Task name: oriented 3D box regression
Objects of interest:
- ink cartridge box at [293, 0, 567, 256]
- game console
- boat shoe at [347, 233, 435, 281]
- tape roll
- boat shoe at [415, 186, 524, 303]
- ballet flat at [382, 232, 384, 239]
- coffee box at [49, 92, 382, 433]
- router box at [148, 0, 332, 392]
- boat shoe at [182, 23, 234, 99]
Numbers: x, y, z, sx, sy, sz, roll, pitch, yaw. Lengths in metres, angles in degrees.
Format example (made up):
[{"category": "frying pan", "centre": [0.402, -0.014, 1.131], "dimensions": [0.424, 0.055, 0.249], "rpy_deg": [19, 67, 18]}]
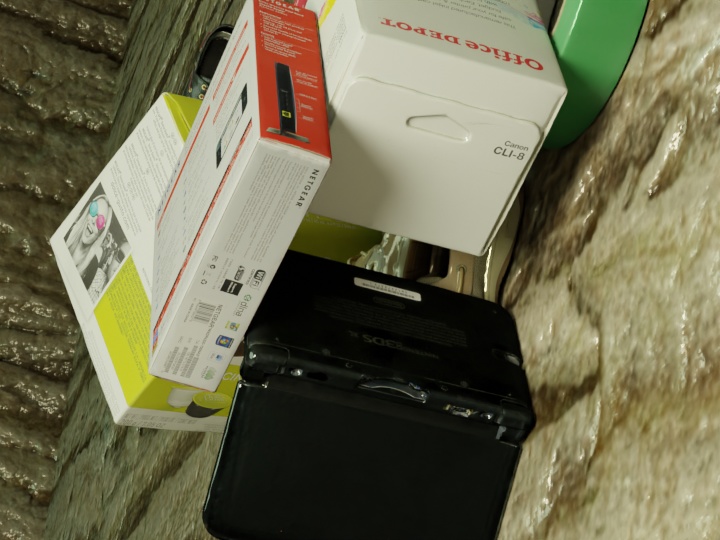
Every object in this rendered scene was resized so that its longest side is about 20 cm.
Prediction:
[{"category": "ink cartridge box", "centre": [0.034, -0.135, 1.119], "dimensions": [0.200, 0.145, 0.145], "rpy_deg": [-98, 26, -52]}, {"category": "game console", "centre": [0.002, 0.096, 1.106], "dimensions": [0.176, 0.199, 0.117], "rpy_deg": [-96, 26, -49]}, {"category": "boat shoe", "centre": [0.018, 0.014, 1.243], "dimensions": [0.074, 0.069, 0.201], "rpy_deg": [13, -90, -62]}, {"category": "tape roll", "centre": [0.140, -0.188, 1.153], "dimensions": [0.200, 0.048, 0.201], "rpy_deg": [-167, 90, -74]}, {"category": "boat shoe", "centre": [0.065, 0.023, 1.198], "dimensions": [0.072, 0.065, 0.201], "rpy_deg": [-167, 91, -74]}, {"category": "ballet flat", "centre": [0.046, -0.042, 1.345], "dimensions": [0.075, 0.068, 0.200], "rpy_deg": [-42, 37, 26]}, {"category": "coffee box", "centre": [-0.108, 0.001, 1.386], "dimensions": [0.198, 0.199, 0.200], "rpy_deg": [-47, 52, 32]}, {"category": "router box", "centre": [-0.083, -0.054, 1.078], "dimensions": [0.180, 0.049, 0.200], "rpy_deg": [-96, 28, -51]}, {"category": "boat shoe", "centre": [-0.221, -0.264, 2.391], "dimensions": [0.063, 0.073, 0.202], "rpy_deg": [134, 152, -75]}]
